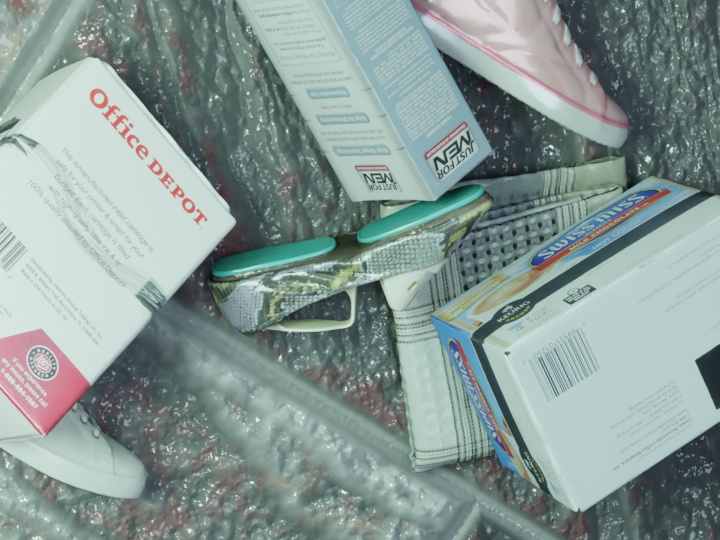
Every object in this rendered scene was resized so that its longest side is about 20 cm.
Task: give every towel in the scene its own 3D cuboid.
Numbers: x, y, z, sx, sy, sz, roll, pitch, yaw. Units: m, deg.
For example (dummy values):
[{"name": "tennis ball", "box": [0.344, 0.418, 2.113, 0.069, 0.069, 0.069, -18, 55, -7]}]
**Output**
[{"name": "towel", "box": [0.112, 0.028, 1.690, 0.192, 0.035, 0.201, -12, 103, -16]}]

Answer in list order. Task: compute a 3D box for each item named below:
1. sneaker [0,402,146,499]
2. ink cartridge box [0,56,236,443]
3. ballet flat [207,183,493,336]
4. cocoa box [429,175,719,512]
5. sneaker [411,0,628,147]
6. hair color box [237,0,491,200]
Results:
[{"name": "sneaker", "box": [-0.211, 0.077, 1.566, 0.200, 0.073, 0.085, 33, 91, -20]}, {"name": "ink cartridge box", "box": [-0.198, -0.013, 1.510, 0.145, 0.084, 0.200, 50, 61, -17]}, {"name": "ballet flat", "box": [0.000, 0.000, 1.610, 0.200, 0.072, 0.072, -17, 106, 7]}, {"name": "cocoa box", "box": [0.175, 0.046, 1.634, 0.200, 0.131, 0.134, -31, 111, -13]}, {"name": "sneaker", "box": [0.120, -0.168, 1.632, 0.200, 0.075, 0.105, 31, 94, -17]}, {"name": "hair color box", "box": [-0.006, -0.143, 1.568, 0.061, 0.099, 0.200, -39, 111, -26]}]
